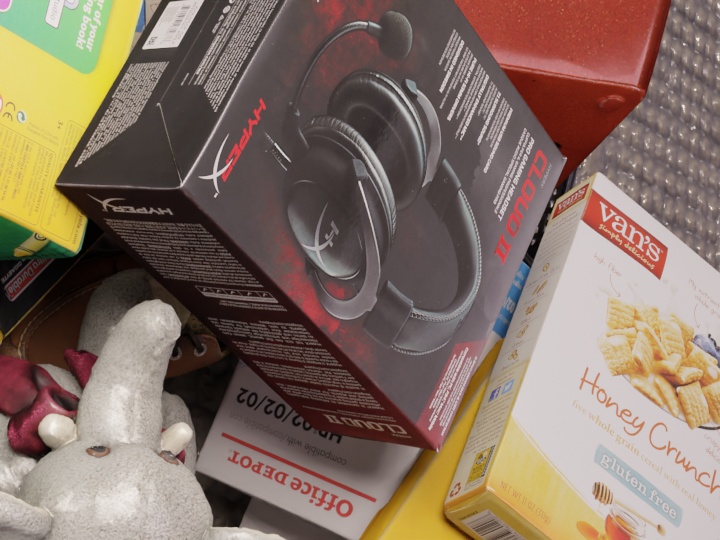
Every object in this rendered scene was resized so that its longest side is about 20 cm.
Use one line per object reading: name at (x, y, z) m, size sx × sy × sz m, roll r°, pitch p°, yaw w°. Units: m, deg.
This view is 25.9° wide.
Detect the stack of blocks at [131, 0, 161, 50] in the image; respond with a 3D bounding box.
stack of blocks at (-0.142, -0.101, 0.664) m, size 0.199 × 0.058 × 0.117 m, roll -2°, pitch 91°, yaw -52°

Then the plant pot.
plant pot at (0.050, -0.144, 0.800) m, size 0.197 × 0.200 × 0.178 m, roll 6°, pitch 66°, yaw -18°

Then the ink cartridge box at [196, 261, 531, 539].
ink cartridge box at (-0.003, 0.071, 0.784) m, size 0.068 × 0.114 × 0.202 m, roll 35°, pitch 75°, yaw -60°

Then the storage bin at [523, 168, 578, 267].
storage bin at (0.074, -0.110, 1.001) m, size 0.135 × 0.093 × 0.202 m, roll 41°, pitch 58°, yaw -44°

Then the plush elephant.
plush elephant at (-0.112, 0.076, 0.608) m, size 0.163 × 0.154 × 0.203 m, roll 16°, pitch 71°, yaw -38°

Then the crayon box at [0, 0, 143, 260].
crayon box at (-0.139, -0.118, 0.573) m, size 0.118 × 0.058 × 0.203 m, roll 29°, pitch 68°, yaw -48°

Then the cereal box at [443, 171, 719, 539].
cereal box at (0.128, 0.069, 0.733) m, size 0.143 × 0.039 × 0.201 m, roll 37°, pitch 50°, yaw -15°

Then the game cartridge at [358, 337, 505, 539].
game cartridge at (0.081, 0.153, 0.702) m, size 0.176 × 0.032 × 0.200 m, roll 47°, pitch 50°, yaw -7°

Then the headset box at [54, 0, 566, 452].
headset box at (-0.005, -0.034, 0.630) m, size 0.200 × 0.077 × 0.150 m, roll 47°, pitch 60°, yaw -39°

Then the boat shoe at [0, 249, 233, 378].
boat shoe at (-0.100, 0.018, 0.784) m, size 0.199 × 0.067 × 0.073 m, roll -27°, pitch 110°, yaw -50°

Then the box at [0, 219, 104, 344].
box at (-0.159, -0.090, 0.729) m, size 0.200 × 0.049 × 0.161 m, roll -52°, pitch 126°, yaw -40°
